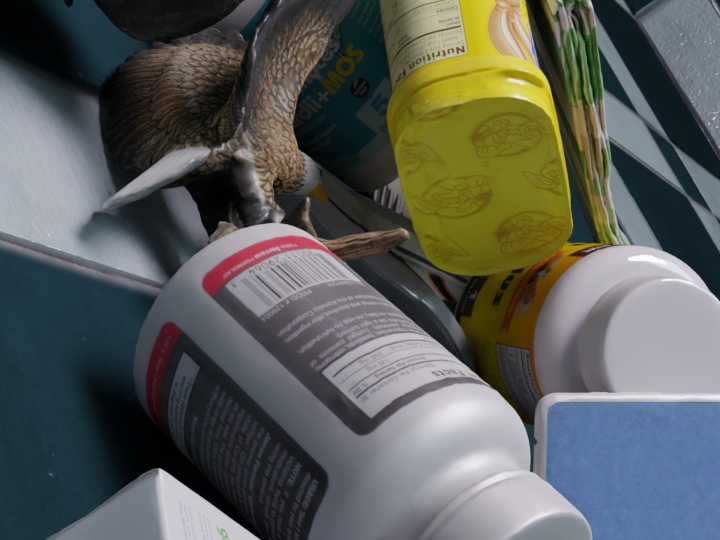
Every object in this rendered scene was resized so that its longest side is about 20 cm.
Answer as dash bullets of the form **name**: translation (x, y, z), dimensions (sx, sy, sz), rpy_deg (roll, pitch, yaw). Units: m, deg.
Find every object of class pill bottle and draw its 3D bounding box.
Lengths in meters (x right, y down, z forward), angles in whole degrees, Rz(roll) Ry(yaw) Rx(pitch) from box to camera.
- **pill bottle**: translation (0.130, 0.039, 1.063), dimensions (0.109, 0.109, 0.200), rpy_deg (52, -12, -12)
- **pill bottle**: translation (0.001, 0.075, 0.799), dimensions (0.200, 0.111, 0.111), rpy_deg (40, 6, 37)
- **pill bottle**: translation (-0.040, -0.146, 1.165), dimensions (0.200, 0.111, 0.111), rpy_deg (37, 23, -19)

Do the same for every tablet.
- **tablet**: translation (0.183, 0.127, 0.965), dimensions (0.014, 0.198, 0.131), rpy_deg (-179, -90, -79)

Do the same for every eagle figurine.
- **eagle figurine**: translation (-0.057, -0.081, 0.982), dimensions (0.151, 0.150, 0.202), rpy_deg (93, -7, -67)

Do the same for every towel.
- **towel**: translation (0.123, -0.117, 1.127), dimensions (0.153, 0.023, 0.201), rpy_deg (-105, 177, -49)

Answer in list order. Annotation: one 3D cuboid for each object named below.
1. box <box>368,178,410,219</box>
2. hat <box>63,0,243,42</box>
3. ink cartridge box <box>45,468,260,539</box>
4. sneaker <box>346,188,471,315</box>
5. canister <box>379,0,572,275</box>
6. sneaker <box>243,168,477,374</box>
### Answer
- **box**: translation (0.059, -0.031, 1.309), dimensions (0.082, 0.068, 0.201), rpy_deg (41, 22, -53)
- **hat**: translation (-0.097, -0.163, 0.956), dimensions (0.081, 0.199, 0.201), rpy_deg (60, 15, -23)
- **ink cartridge box**: translation (-0.032, 0.198, 0.640), dimensions (0.175, 0.084, 0.201), rpy_deg (42, 22, -41)
- **sneaker**: translation (0.042, 0.018, 1.183), dimensions (0.199, 0.080, 0.078), rpy_deg (28, 8, -5)
- **canister**: translation (0.056, -0.122, 1.049), dimensions (0.149, 0.086, 0.201), rpy_deg (70, 11, -54)
- **sneaker**: translation (0.000, 0.000, 1.093), dimensions (0.200, 0.073, 0.071), rpy_deg (50, 26, -15)
